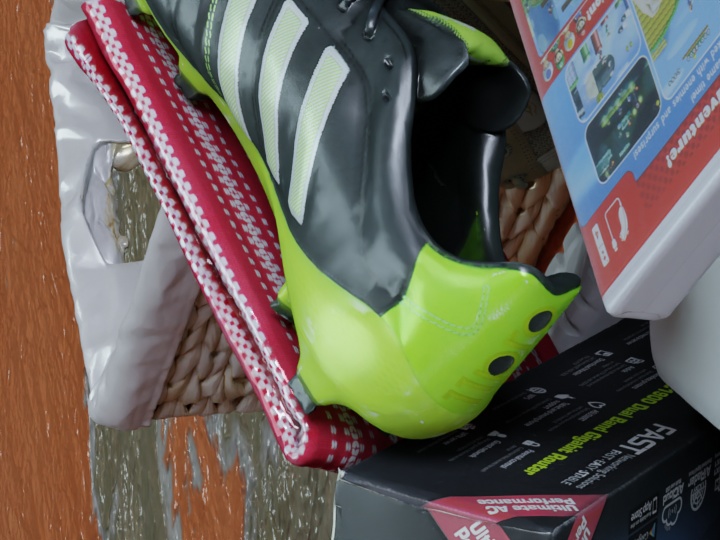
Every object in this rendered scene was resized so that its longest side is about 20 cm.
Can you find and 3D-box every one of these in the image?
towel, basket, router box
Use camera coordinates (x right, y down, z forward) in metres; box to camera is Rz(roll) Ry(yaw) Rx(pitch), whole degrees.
[{"bbox_3d":[0.000,0.000,0.846,0.022,0.200,0.145,-35,69,20],"label":"towel"},{"bbox_3d":[-0.025,-0.071,1.143,0.200,0.160,0.199,111,153,-56],"label":"basket"},{"bbox_3d":[0.059,0.107,0.815,0.200,0.062,0.150,-24,-57,-58],"label":"router box"}]

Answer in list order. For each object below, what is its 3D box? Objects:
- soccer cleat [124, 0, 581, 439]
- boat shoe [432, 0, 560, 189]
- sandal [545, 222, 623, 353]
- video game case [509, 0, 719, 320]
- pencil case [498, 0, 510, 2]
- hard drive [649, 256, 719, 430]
[{"bbox_3d":[-0.004,-0.051,0.762,0.081,0.067,0.200,-40,59,27],"label":"soccer cleat"},{"bbox_3d":[0.010,-0.090,0.891,0.063,0.200,0.073,-39,45,18],"label":"boat shoe"},{"bbox_3d":[0.087,0.012,0.954,0.083,0.050,0.203,-79,15,-56],"label":"sandal"},{"bbox_3d":[0.066,-0.111,0.641,0.143,0.017,0.201,-55,40,45],"label":"video game case"},{"bbox_3d":[0.025,-0.158,0.830,0.083,0.091,0.200,-40,40,18],"label":"pencil case"},{"bbox_3d":[0.107,-0.009,0.645,0.200,0.026,0.132,-132,37,-68],"label":"hard drive"}]
